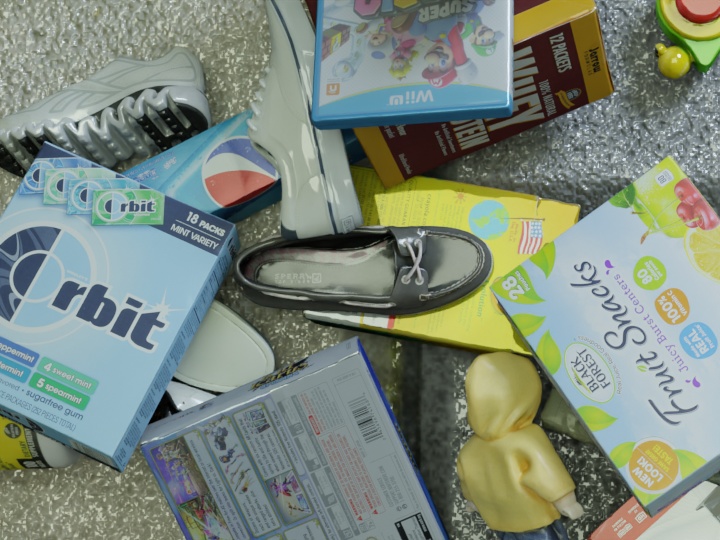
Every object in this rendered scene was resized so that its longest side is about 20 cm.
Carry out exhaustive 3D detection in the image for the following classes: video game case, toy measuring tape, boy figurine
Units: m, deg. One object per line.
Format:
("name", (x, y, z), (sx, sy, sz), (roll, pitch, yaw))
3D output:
("video game case", (-0.044, 0.175, 1.351), (0.180, 0.045, 0.201), (-23, 106, 4))
("toy measuring tape", (0.284, -0.240, 1.379), (0.073, 0.074, 0.201), (33, 89, 10))
("video game case", (0.039, -0.199, 1.268), (0.142, 0.018, 0.202), (-3, 69, 13))
("boy figurine", (0.117, 0.161, 1.339), (0.064, 0.124, 0.202), (-13, 87, -35))

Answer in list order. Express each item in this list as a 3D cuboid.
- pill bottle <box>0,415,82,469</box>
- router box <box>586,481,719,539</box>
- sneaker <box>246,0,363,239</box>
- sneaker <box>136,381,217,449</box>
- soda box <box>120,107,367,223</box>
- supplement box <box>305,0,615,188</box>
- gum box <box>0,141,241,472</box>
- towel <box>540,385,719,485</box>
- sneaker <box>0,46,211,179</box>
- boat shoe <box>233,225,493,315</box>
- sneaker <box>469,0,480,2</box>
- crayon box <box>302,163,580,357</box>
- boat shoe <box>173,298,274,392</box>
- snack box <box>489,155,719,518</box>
("pill bottle", (-0.320, 0.103, 1.402), (0.198, 0.112, 0.113), (-3, 83, 8))
("router box", (0.303, 0.202, 1.334), (0.200, 0.049, 0.180), (-43, 80, 1))
("sneaker", (-0.054, -0.119, 1.334), (0.070, 0.073, 0.201), (-14, 73, -1))
("sneaker", (-0.116, 0.132, 1.387), (0.198, 0.080, 0.074), (14, 84, 8))
("soda box", (-0.097, -0.081, 1.413), (0.199, 0.068, 0.065), (-27, 80, 4))
("supplement box", (0.063, -0.208, 1.349), (0.196, 0.133, 0.201), (-22, 65, 5))
("gum box", (-0.209, 0.025, 1.334), (0.169, 0.045, 0.201), (23, 71, 11))
("towel", (0.254, 0.059, 1.338), (0.199, 0.035, 0.194), (18, 80, 25))
("sneaker", (-0.214, -0.127, 1.442), (0.198, 0.075, 0.082), (-12, 56, 13))
("boat shoe", (0.000, 0.000, 1.344), (0.198, 0.057, 0.067), (-3, 83, 8))
("sneaker", (0.028, -0.262, 1.246), (0.112, 0.071, 0.201), (-12, 59, 5))
("crayon box", (0.065, -0.004, 1.390), (0.198, 0.051, 0.128), (11, 84, 10))
("boat shoe", (-0.152, 0.036, 1.409), (0.199, 0.062, 0.073), (21, 107, 12))
("snack box", (0.218, 0.048, 1.289), (0.168, 0.068, 0.201), (-35, 68, 3))
